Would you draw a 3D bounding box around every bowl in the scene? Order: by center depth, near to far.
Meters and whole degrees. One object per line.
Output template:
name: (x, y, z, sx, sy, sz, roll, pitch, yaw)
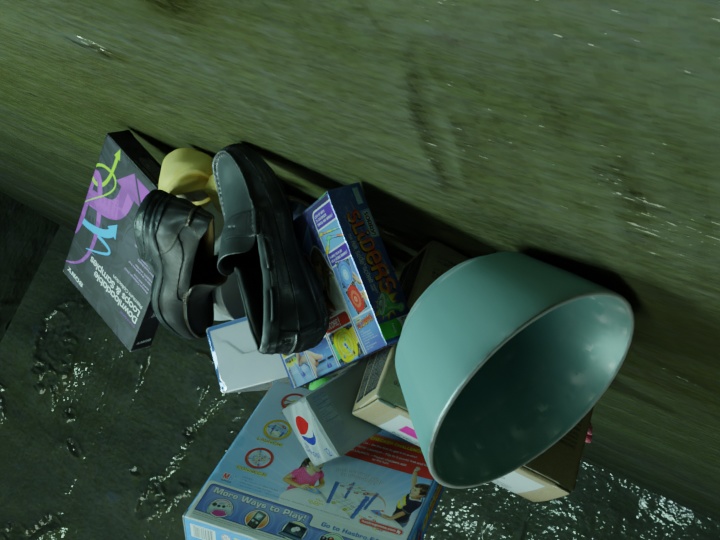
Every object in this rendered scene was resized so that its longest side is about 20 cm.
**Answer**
bowl: (0.107, 0.063, 0.872, 0.105, 0.201, 0.201, 50, -172, 35)

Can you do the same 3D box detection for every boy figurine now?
boy figurine: (-0.109, -0.064, 1.091, 0.199, 0.065, 0.124, 22, 175, 2)

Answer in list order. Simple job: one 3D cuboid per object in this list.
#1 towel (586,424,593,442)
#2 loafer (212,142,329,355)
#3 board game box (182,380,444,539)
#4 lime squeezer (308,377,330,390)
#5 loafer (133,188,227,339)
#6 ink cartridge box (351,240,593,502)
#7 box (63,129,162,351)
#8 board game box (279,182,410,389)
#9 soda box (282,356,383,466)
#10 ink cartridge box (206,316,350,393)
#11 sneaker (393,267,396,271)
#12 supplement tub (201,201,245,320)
towel: (0.183, 0.127, 1.330, 0.199, 0.030, 0.146, 27, -161, -14)
loafer: (-0.090, -0.021, 0.944, 0.070, 0.201, 0.068, -10, 157, -32)
board game box: (-0.032, 0.207, 1.037, 0.199, 0.196, 0.056, 14, 128, 17)
lime squeezer: (-0.031, 0.128, 1.237, 0.038, 0.071, 0.200, 46, 163, 0)
loafer: (-0.169, 0.006, 1.107, 0.072, 0.073, 0.200, 13, 145, 15)
ink cartridge box: (0.113, 0.093, 1.001, 0.199, 0.165, 0.075, 28, 154, -11)
box: (-0.253, -0.030, 1.207, 0.036, 0.201, 0.143, -18, -127, -46)
board game box: (-0.033, 0.020, 0.978, 0.034, 0.136, 0.200, -18, 174, -30)
soda box: (0.029, 0.105, 1.044, 0.064, 0.200, 0.068, 59, 152, 4)
ink cartridge box: (-0.062, 0.084, 1.220, 0.136, 0.077, 0.200, -16, 170, 17)
sneaker: (0.000, 0.000, 1.209, 0.087, 0.075, 0.200, 14, 180, -2)
supplement tub: (-0.183, -0.027, 1.268, 0.199, 0.146, 0.145, 20, 171, 37)
